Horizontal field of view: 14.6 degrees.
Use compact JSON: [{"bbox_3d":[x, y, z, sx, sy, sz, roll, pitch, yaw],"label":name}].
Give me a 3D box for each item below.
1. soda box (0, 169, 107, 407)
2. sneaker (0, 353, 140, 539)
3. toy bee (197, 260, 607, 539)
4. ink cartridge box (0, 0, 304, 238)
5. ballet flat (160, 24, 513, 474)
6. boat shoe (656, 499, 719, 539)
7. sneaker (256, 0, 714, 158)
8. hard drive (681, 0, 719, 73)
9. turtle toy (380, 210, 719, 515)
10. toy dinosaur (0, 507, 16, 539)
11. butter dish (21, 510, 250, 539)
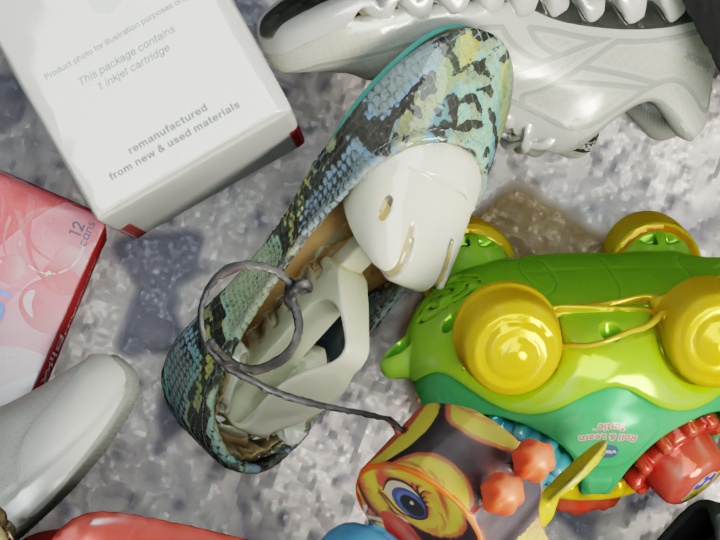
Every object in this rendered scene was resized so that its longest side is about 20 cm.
[{"bbox_3d":[-0.165,0.060,1.081,0.070,0.063,0.201,23,84,-2],"label":"soda box"},{"bbox_3d":[-0.169,0.084,1.012,0.200,0.070,0.080,-37,87,-8],"label":"sneaker"},{"bbox_3d":[0.030,0.093,0.958,0.200,0.109,0.131,38,67,-31],"label":"toy bee"},{"bbox_3d":[-0.106,-0.120,1.059,0.084,0.144,0.200,-29,87,0],"label":"ink cartridge box"},{"bbox_3d":[0.000,0.000,1.061,0.074,0.074,0.200,36,114,-1],"label":"ballet flat"},{"bbox_3d":[0.087,0.162,1.063,0.199,0.075,0.066,-43,128,15],"label":"boat shoe"},{"bbox_3d":[0.056,-0.082,1.095,0.199,0.075,0.081,-4,100,-23],"label":"sneaker"},{"bbox_3d":[0.171,-0.149,1.111,0.140,0.038,0.200,-24,87,-38],"label":"hard drive"},{"bbox_3d":[0.106,0.041,1.079,0.199,0.146,0.101,-1,105,-6],"label":"turtle toy"},{"bbox_3d":[-0.156,0.016,0.976,0.047,0.088,0.200,-22,52,17],"label":"toy dinosaur"},{"bbox_3d":[-0.091,0.170,1.041,0.200,0.148,0.200,18,100,-38],"label":"butter dish"}]
